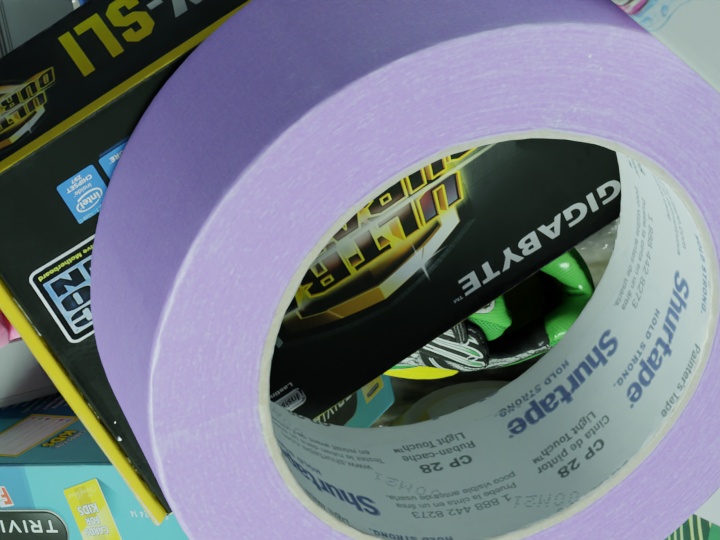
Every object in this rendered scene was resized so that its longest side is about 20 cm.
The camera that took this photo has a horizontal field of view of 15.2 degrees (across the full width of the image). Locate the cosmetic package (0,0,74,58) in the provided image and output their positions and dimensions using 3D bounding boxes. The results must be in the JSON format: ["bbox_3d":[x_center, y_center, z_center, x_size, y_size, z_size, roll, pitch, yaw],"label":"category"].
[{"bbox_3d":[-0.185,-0.066,0.862,0.200,0.101,0.071,-1,104,51],"label":"cosmetic package"}]

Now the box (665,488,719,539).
[{"bbox_3d":[0.167,0.094,0.909,0.200,0.036,0.145,2,112,-8],"label":"box"}]

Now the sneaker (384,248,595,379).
[{"bbox_3d":[0.000,0.000,0.935,0.200,0.078,0.085,-2,175,-43],"label":"sneaker"}]

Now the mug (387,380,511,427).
[{"bbox_3d":[0.043,0.137,1.072,0.149,0.186,0.153,20,122,29],"label":"mug"}]

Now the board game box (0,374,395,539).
[{"bbox_3d":[-0.109,0.063,1.019,0.200,0.151,0.047,-2,110,28],"label":"board game box"}]

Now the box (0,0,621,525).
[{"bbox_3d":[-0.017,-0.034,0.816,0.200,0.049,0.160,-33,134,-5],"label":"box"}]

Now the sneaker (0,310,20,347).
[{"bbox_3d":[-0.139,-0.005,0.965,0.200,0.079,0.095,-12,176,-36],"label":"sneaker"}]

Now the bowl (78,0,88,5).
[{"bbox_3d":[-0.001,-0.098,0.888,0.200,0.039,0.201,7,143,5],"label":"bowl"}]

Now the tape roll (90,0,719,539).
[{"bbox_3d":[0.027,0.006,0.773,0.200,0.066,0.200,-10,122,-16],"label":"tape roll"}]

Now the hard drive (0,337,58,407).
[{"bbox_3d":[-0.224,0.026,1.003,0.200,0.132,0.027,11,104,35],"label":"hard drive"}]

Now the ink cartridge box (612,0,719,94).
[{"bbox_3d":[0.075,-0.153,0.648,0.146,0.147,0.200,-47,128,11],"label":"ink cartridge box"}]
